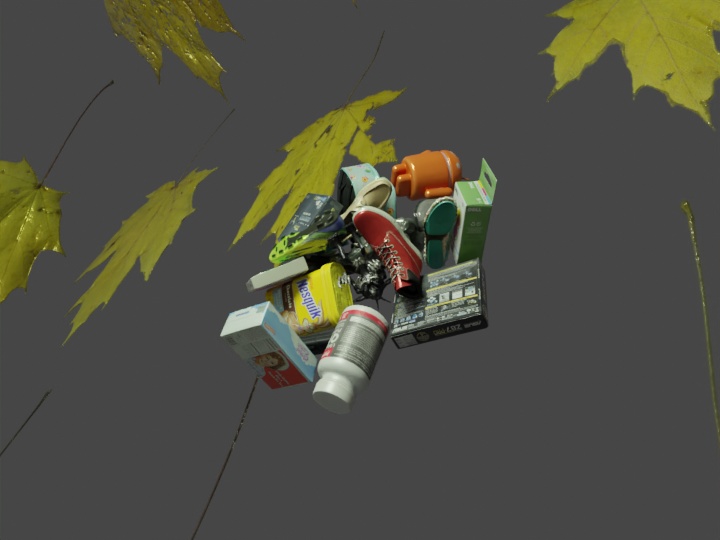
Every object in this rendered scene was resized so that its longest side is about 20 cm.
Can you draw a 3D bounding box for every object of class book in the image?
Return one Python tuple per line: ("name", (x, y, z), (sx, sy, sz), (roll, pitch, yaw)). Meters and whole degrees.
("book", (-0.208, 0.017, 1.289), (0.132, 0.049, 0.200), (-22, 1, -17))

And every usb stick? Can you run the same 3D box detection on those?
("usb stick", (-0.121, 0.173, 1.215), (0.197, 0.056, 0.033), (-14, 40, 30))

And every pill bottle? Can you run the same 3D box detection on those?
("pill bottle", (-0.021, 0.179, 1.067), (0.109, 0.111, 0.202), (-7, 43, 36))

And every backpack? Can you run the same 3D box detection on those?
("backpack", (0.014, -0.178, 1.395), (0.151, 0.203, 0.176), (-18, 31, -8))

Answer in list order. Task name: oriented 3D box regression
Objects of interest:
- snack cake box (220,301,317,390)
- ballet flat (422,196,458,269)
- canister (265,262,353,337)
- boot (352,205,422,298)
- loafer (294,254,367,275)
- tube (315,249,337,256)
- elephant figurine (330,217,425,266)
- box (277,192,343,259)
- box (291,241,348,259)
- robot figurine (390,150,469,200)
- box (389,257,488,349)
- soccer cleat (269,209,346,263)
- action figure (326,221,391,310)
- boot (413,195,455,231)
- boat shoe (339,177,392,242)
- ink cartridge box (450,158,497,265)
("snack cake box", (-0.194, 0.169, 1.152), (0.113, 0.201, 0.068), (-17, 36, 24))
("ballet flat", (0.170, -0.091, 1.165), (0.074, 0.202, 0.065), (6, 44, 0))
("canister", (-0.124, 0.083, 1.262), (0.197, 0.086, 0.151), (-20, 74, 25))
("boot", (0.058, -0.035, 1.097), (0.072, 0.200, 0.145), (-37, 22, 27))
("loafer", (-0.076, -0.001, 1.367), (0.196, 0.073, 0.073), (4, 2, 20))
("tube", (-0.132, 0.015, 1.431), (0.057, 0.052, 0.201), (25, 54, 9))
("elephant figurine", (0.050, -0.068, 1.284), (0.197, 0.154, 0.145), (-1, 77, 38))
("box", (-0.135, -0.120, 1.370), (0.159, 0.051, 0.200), (-57, 23, -3))
("box", (-0.121, -0.073, 1.454), (0.081, 0.050, 0.199), (-21, 8, -32))
("robot figurine", (0.179, -0.250, 1.382), (0.196, 0.119, 0.144), (-11, 15, -11))
("box", (0.162, 0.068, 1.099), (0.197, 0.049, 0.163), (-19, 38, 24))
("soccer cleat", (-0.121, -0.062, 1.237), (0.198, 0.084, 0.065), (-30, 37, 8))
("action figure", (0.000, 0.000, 1.181), (0.118, 0.202, 0.102), (-30, 1, 14))
("boot", (0.217, -0.148, 1.238), (0.130, 0.071, 0.199), (-6, 18, 38))
("boat shoe", (0.002, -0.138, 1.275), (0.199, 0.072, 0.065), (-42, 19, 10))
("ink cartridge box", (0.234, -0.124, 1.133), (0.058, 0.203, 0.105), (-1, 36, -4))
